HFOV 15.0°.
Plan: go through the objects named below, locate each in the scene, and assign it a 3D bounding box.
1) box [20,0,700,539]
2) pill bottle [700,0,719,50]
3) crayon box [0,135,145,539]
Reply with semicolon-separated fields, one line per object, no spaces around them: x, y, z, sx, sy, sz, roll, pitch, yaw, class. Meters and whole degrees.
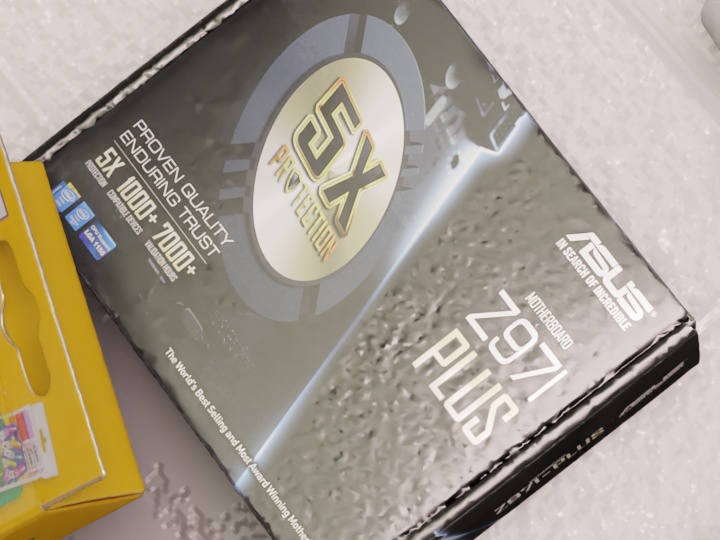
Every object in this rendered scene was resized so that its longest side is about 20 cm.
0.000;0.000;0.992;0.163;0.086;0.200;-37;77;0;box
0.208;-0.032;0.957;0.110;0.111;0.201;-34;77;1;pill bottle
-0.153;0.046;0.971;0.200;0.051;0.126;-29;74;39;crayon box
